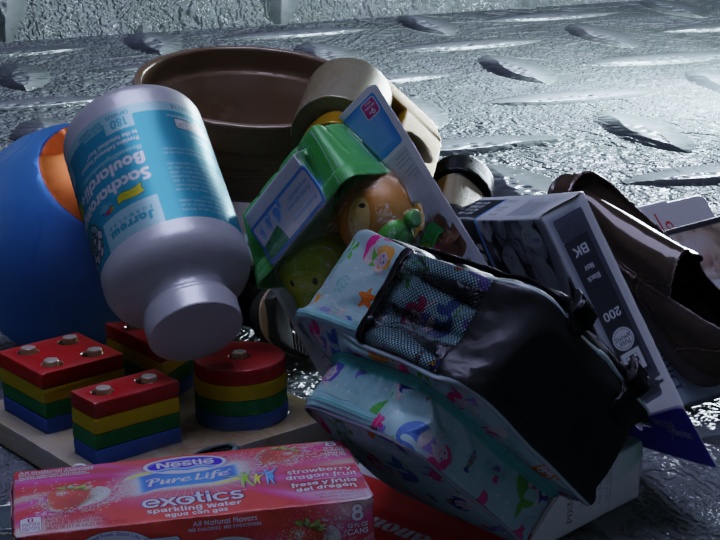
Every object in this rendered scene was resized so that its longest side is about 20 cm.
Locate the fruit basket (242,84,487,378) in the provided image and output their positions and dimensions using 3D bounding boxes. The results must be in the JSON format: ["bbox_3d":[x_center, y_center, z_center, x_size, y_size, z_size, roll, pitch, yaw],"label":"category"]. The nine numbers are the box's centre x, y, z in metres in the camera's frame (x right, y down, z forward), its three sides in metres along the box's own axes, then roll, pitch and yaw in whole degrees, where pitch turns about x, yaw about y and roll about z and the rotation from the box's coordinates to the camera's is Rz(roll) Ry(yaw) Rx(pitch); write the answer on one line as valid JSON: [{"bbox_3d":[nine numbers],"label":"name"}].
[{"bbox_3d":[0.000,0.000,1.251,0.094,0.185,0.200,1,53,-42],"label":"fruit basket"}]

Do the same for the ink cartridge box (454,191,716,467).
[{"bbox_3d":[0.142,0.044,1.185,0.043,0.200,0.198,-29,8,-12],"label":"ink cartridge box"}]

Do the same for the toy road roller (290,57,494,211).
[{"bbox_3d":[0.004,-0.054,1.397,0.146,0.200,0.123,-38,17,26],"label":"toy road roller"}]

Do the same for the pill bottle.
[{"bbox_3d":[-0.147,-0.033,1.295,0.111,0.111,0.200,-8,53,-20],"label":"pill bottle"}]

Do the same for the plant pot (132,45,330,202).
[{"bbox_3d":[-0.097,-0.120,1.515,0.200,0.093,0.201,3,27,-2],"label":"plant pot"}]

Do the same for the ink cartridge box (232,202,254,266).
[{"bbox_3d":[-0.112,-0.045,1.649,0.146,0.084,0.200,-7,2,-20],"label":"ink cartridge box"}]

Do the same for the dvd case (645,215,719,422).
[{"bbox_3d":[0.264,0.032,1.384,0.200,0.143,0.018,-14,-22,-35],"label":"dvd case"}]

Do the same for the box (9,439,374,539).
[{"bbox_3d":[-0.094,0.165,0.996,0.200,0.100,0.095,-5,17,-10],"label":"box"}]

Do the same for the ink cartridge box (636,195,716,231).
[{"bbox_3d":[0.218,0.016,1.426,0.200,0.116,0.067,-13,-23,-35],"label":"ink cartridge box"}]

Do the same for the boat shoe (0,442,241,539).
[{"bbox_3d":[-0.167,0.147,1.127,0.200,0.062,0.073,-4,17,-9],"label":"boat shoe"}]

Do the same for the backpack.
[{"bbox_3d":[0.054,0.065,1.082,0.151,0.178,0.200,-52,40,-7],"label":"backpack"}]

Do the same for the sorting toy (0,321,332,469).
[{"bbox_3d":[-0.155,0.090,1.308,0.199,0.070,0.200,-14,20,-36],"label":"sorting toy"}]

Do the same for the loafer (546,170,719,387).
[{"bbox_3d":[0.226,-0.006,1.328,0.200,0.071,0.073,46,49,6],"label":"loafer"}]

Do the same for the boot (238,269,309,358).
[{"bbox_3d":[-0.095,0.034,1.508,0.138,0.078,0.200,-1,3,16],"label":"boot"}]

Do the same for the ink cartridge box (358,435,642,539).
[{"bbox_3d":[0.064,0.140,1.159,0.161,0.050,0.200,14,20,42],"label":"ink cartridge box"}]

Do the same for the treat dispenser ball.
[{"bbox_3d":[-0.232,-0.023,1.465,0.201,0.201,0.201,-1,17,0],"label":"treat dispenser ball"}]
